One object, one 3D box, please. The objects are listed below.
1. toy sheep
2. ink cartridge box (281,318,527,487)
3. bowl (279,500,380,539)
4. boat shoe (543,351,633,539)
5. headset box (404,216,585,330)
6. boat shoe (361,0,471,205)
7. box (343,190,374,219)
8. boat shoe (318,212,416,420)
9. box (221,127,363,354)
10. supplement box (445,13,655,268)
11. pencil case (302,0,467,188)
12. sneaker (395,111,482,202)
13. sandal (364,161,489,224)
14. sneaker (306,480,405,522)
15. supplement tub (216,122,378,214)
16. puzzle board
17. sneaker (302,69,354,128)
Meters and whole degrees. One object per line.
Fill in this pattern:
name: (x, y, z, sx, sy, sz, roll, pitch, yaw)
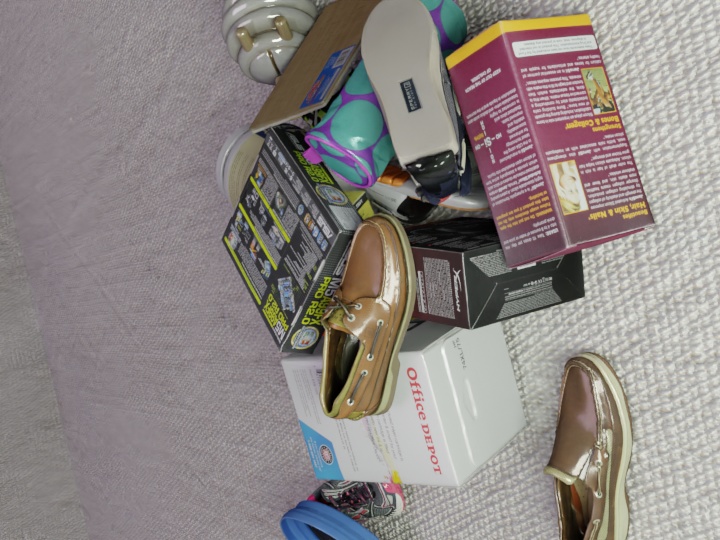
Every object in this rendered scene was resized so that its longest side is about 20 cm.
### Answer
toy sheep: (-0.112, -0.301, 1.199, 0.138, 0.137, 0.201, -40, 52, 56)
ink cartridge box: (0.048, 0.134, 1.040, 0.200, 0.146, 0.147, -7, 103, 41)
bowl: (-0.021, 0.391, 1.328, 0.200, 0.039, 0.201, 28, 149, 19)
boat shoe: (0.214, 0.183, 0.921, 0.075, 0.075, 0.203, 5, 106, 57)
headset box: (0.099, -0.004, 0.962, 0.200, 0.148, 0.078, 7, 107, 56)
boat shoe: (0.053, -0.154, 0.888, 0.093, 0.074, 0.201, 53, -154, -59)
box: (0.000, 0.000, 1.133, 0.075, 0.050, 0.200, 6, 132, 38)
boat shoe: (0.002, 0.046, 0.908, 0.072, 0.068, 0.201, 12, 101, 50)
box: (-0.075, -0.035, 1.039, 0.200, 0.044, 0.161, 56, 129, 43)
supplement box: (0.166, -0.114, 0.848, 0.086, 0.110, 0.201, -22, 82, 58)
pencil case: (0.026, -0.185, 0.960, 0.092, 0.085, 0.200, 23, 76, 42)
sneaker: (0.088, -0.134, 1.007, 0.201, 0.098, 0.071, -113, 8, -61)
sandal: (0.063, -0.076, 1.058, 0.206, 0.079, 0.059, 25, 120, 50)
sneaker: (-0.005, 0.315, 1.324, 0.200, 0.074, 0.081, -40, 68, 55)
supplement tub: (-0.085, -0.106, 1.220, 0.200, 0.145, 0.146, 32, 128, 48)
puzzle board: (-0.036, -0.242, 1.074, 0.017, 0.200, 0.150, 40, 154, -28)
sneaker: (-0.044, -0.177, 1.115, 0.200, 0.082, 0.072, -94, 14, -54)
